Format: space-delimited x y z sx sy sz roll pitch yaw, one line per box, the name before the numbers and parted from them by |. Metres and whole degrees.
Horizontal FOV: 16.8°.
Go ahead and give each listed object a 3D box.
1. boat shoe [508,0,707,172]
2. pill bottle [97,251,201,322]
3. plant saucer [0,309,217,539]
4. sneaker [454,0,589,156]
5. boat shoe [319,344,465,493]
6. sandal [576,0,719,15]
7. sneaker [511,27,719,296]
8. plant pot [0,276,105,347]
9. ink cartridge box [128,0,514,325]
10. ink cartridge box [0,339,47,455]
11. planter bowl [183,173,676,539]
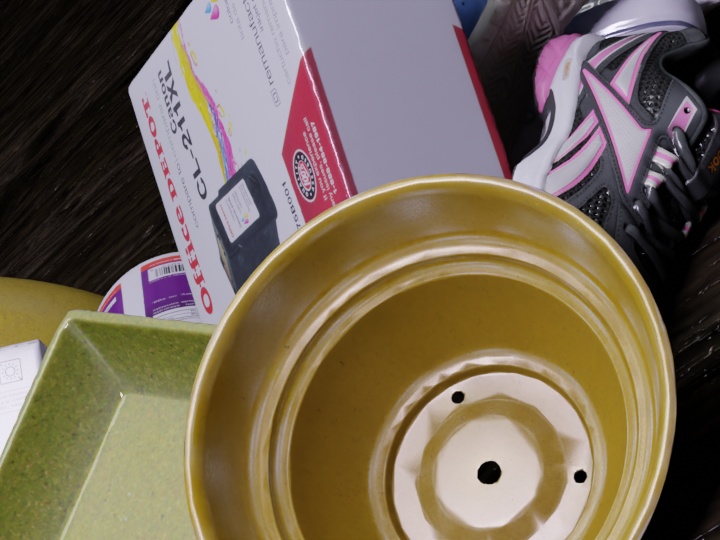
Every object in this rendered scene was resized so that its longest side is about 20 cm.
boat shoe | 0.092 -0.058 1.185 0.200 0.073 0.065 -38 48 31
pill bottle | -0.088 0.068 1.310 0.113 0.112 0.200 -50 17 9
plant saucer | -0.099 0.123 1.129 0.200 0.048 0.200 4 65 45
sneaker | 0.060 -0.146 1.151 0.111 0.077 0.200 41 107 45
boat shoe | 0.003 0.073 1.041 0.062 0.075 0.200 17 74 56
sandal | 0.121 -0.142 1.206 0.202 0.050 0.083 -7 82 28
sneaker | 0.119 -0.040 1.046 0.086 0.080 0.200 -15 46 23
plant pot | -0.219 0.084 1.579 0.200 0.142 0.200 -47 17 19
ink cartridge box | -0.024 -0.062 1.115 0.083 0.146 0.200 -13 -13 -26
ink cartridge box | -0.161 0.148 1.276 0.050 0.201 0.109 -13 -19 6
planter bowl | 0.038 0.070 0.949 0.200 0.083 0.201 -9 68 22
